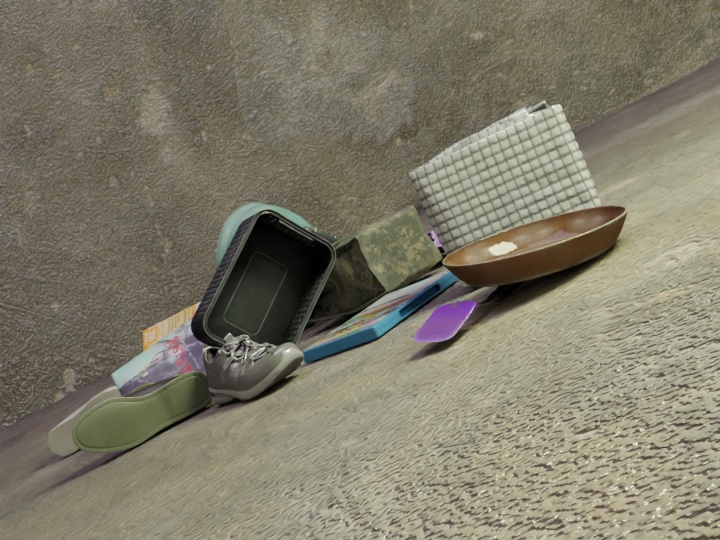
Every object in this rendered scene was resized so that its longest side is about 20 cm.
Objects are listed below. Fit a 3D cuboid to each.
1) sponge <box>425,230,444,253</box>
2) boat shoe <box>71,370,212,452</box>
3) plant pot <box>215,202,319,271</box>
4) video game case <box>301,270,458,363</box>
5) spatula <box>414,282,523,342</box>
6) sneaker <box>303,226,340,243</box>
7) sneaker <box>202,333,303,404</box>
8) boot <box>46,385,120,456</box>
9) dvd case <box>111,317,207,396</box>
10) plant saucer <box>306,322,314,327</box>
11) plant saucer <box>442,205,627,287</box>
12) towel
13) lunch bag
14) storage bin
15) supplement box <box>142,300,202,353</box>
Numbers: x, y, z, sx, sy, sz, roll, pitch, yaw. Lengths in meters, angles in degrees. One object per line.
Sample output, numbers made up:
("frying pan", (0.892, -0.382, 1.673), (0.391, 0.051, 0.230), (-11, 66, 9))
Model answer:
("sponge", (0.125, -0.044, 1.651), (0.111, 0.030, 0.200), (-10, -4, -24))
("boat shoe", (-0.297, 0.196, 1.355), (0.199, 0.072, 0.061), (-21, -1, -8))
("plant pot", (-0.139, -0.020, 1.734), (0.133, 0.202, 0.200), (2, 21, 36))
("video game case", (0.029, 0.058, 1.297), (0.143, 0.018, 0.199), (-23, 6, 43))
("spatula", (0.125, 0.029, 0.999), (0.056, 0.021, 0.199), (-10, 12, 45))
("sneaker", (-0.036, -0.010, 1.679), (0.198, 0.075, 0.080), (19, -13, -25))
("sneaker", (-0.150, 0.118, 1.251), (0.075, 0.083, 0.199), (-31, 5, -42))
("boot", (-0.433, 0.237, 1.652), (0.199, 0.073, 0.090), (-27, 10, 12))
("dvd case", (-0.270, 0.142, 1.474), (0.199, 0.022, 0.146), (-34, 40, -10))
("plant saucer", (-0.128, 0.093, 1.726), (0.200, 0.039, 0.201), (-27, 3, 2))
("plant saucer", (0.185, -0.023, 1.024), (0.198, 0.035, 0.200), (-18, 7, 2))
("towel", (0.179, -0.092, 1.185), (0.199, 0.167, 0.086), (-26, -2, 12))
("lunch bag", (0.000, 0.000, 1.539), (0.199, 0.118, 0.164), (-32, -2, 43))
("storage bin", (-0.139, 0.029, 1.399), (0.201, 0.134, 0.094), (-65, 16, -15))
("supplement box", (-0.249, 0.117, 1.571), (0.199, 0.074, 0.127), (-27, 41, 10))
